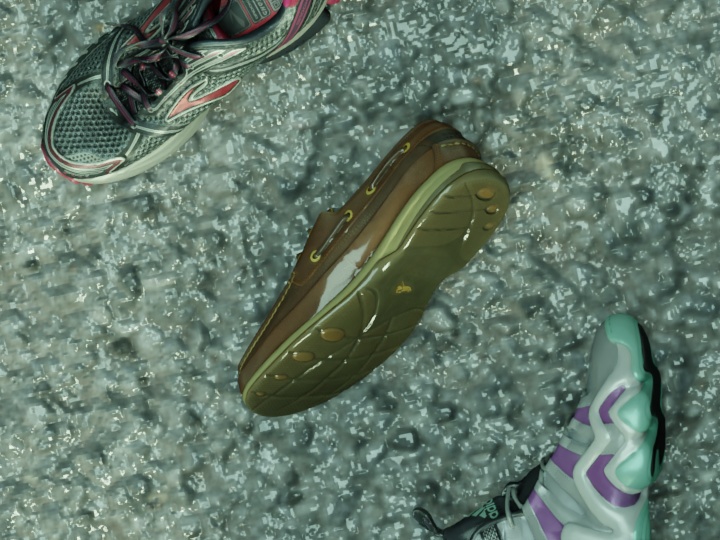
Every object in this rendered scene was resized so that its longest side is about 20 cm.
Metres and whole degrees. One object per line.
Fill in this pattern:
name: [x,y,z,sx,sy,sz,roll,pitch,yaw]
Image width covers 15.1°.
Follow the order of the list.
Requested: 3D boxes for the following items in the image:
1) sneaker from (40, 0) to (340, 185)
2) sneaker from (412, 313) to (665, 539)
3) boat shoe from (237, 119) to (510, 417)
sneaker: [-0.104,-0.125,1.533,0.200,0.075,0.081,-39,86,11]
sneaker: [0.097,0.124,1.510,0.139,0.078,0.201,1,90,13]
boat shoe: [0.000,0.000,1.532,0.200,0.072,0.068,-48,51,18]
